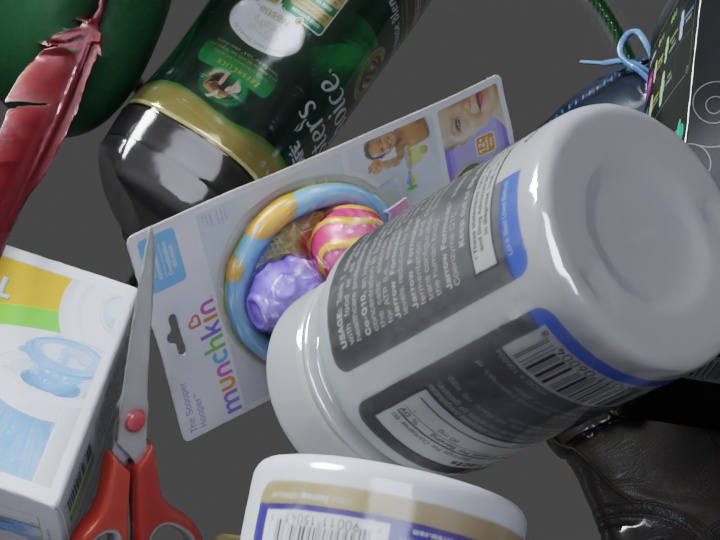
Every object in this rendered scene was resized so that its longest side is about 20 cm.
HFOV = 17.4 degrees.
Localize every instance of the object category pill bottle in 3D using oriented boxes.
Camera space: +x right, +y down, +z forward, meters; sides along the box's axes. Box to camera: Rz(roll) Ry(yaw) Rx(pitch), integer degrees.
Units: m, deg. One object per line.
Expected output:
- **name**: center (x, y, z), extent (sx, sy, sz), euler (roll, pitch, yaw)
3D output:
- **pill bottle**: center (-0.005, 0.186, 0.965), extent (0.119, 0.120, 0.201), euler (11, 77, 1)
- **pill bottle**: center (0.054, 0.019, 0.978), extent (0.113, 0.200, 0.114), euler (17, 60, -32)

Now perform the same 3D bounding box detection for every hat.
- **hat**: center (-0.118, -0.082, 1.104), extent (0.199, 0.166, 0.177), euler (-29, 75, -5)

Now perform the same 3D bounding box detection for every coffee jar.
- **coffee jar**: center (-0.046, -0.093, 1.143), extent (0.085, 0.104, 0.200), euler (32, 71, 10)

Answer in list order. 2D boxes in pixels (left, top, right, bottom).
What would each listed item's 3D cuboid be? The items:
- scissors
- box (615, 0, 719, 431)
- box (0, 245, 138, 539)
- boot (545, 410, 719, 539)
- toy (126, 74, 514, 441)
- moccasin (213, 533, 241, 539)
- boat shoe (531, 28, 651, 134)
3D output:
- **scissors**: center (-0.107, 0.079, 1.041), extent (0.073, 0.201, 0.014), euler (-24, 38, -29)
- **box**: center (0.204, -0.034, 1.057), extent (0.148, 0.124, 0.201), euler (9, 71, -2)
- **box**: center (-0.210, 0.042, 1.081), extent (0.199, 0.101, 0.113), euler (17, 69, 3)
- **boot**: center (0.175, 0.076, 1.114), extent (0.199, 0.069, 0.175), euler (-13, 65, -13)
- **toy**: center (0.000, 0.000, 1.097), extent (0.199, 0.116, 0.047), euler (-26, 33, -21)
- **moccasin**: center (-0.040, 0.157, 1.066), extent (0.078, 0.074, 0.202), euler (37, 80, -8)
- **boat shoe**: center (0.165, -0.097, 1.175), extent (0.200, 0.069, 0.084), euler (-34, 75, -13)
